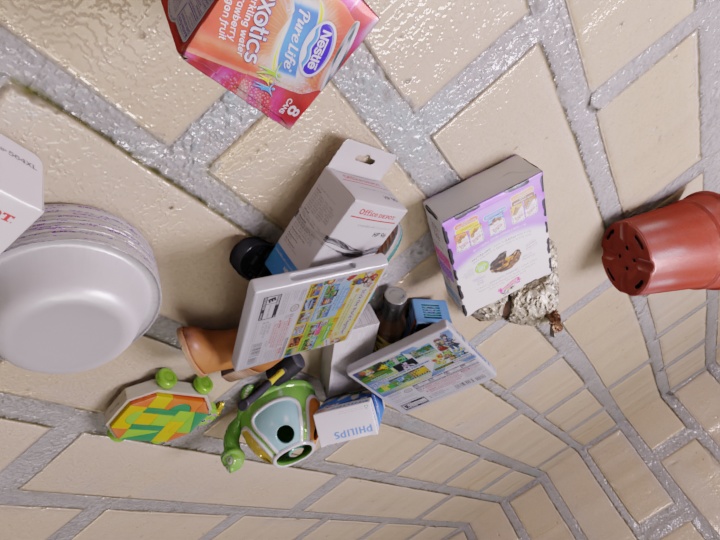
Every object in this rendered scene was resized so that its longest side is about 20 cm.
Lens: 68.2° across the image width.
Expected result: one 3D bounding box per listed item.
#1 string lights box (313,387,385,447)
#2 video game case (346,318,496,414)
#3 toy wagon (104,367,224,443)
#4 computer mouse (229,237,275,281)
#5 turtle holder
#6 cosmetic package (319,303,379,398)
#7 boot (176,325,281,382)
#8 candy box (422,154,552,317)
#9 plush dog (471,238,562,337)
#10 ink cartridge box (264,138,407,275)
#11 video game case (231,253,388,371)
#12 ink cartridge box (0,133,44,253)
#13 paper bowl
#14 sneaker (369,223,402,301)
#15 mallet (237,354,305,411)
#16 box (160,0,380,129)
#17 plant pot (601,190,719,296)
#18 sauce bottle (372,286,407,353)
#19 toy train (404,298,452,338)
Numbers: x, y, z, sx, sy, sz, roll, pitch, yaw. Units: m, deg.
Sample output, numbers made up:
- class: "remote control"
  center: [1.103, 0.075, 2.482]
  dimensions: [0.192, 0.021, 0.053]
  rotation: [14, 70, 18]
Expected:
- class: "string lights box"
  center: [-0.015, 0.258, 0.979]
  dimensions: [0.102, 0.060, 0.200]
  rotation: [-15, 177, 5]
- class: "video game case"
  center: [0.107, 0.173, 0.917]
  dimensions: [0.199, 0.022, 0.182]
  rotation: [-29, 131, 24]
- class: "toy wagon"
  center: [-0.306, 0.230, 0.872]
  dimensions: [0.155, 0.040, 0.199]
  rotation: [-45, 140, 19]
- class: "computer mouse"
  center: [-0.118, 0.005, 0.755]
  dimensions: [0.059, 0.034, 0.200]
  rotation: [-54, 147, -5]
- class: "turtle holder"
  center: [-0.155, 0.276, 0.946]
  dimensions: [0.184, 0.132, 0.142]
  rotation: [-7, 138, -27]
- class: "cosmetic package"
  center: [-0.024, 0.147, 0.953]
  dimensions: [0.082, 0.051, 0.201]
  rotation: [-11, 139, -20]
- class: "boot"
  center: [-0.162, 0.102, 0.782]
  dimensions: [0.154, 0.077, 0.200]
  rotation: [-26, 148, 4]
- class: "candy box"
  center: [0.203, -0.049, 0.830]
  dimensions: [0.166, 0.072, 0.201]
  rotation: [-26, 129, -5]
- class: "plush dog"
  center: [0.272, 0.049, 0.982]
  dimensions: [0.170, 0.162, 0.201]
  rotation: [-2, 140, 8]
- class: "ink cartridge box"
  center: [-0.021, -0.059, 0.688]
  dimensions: [0.115, 0.068, 0.201]
  rotation: [1, 132, -52]
- class: "video game case"
  center: [-0.072, 0.058, 0.707]
  dimensions: [0.180, 0.023, 0.201]
  rotation: [-12, 149, -28]
- class: "ink cartridge box"
  center: [-0.403, -0.049, 0.458]
  dimensions: [0.199, 0.085, 0.146]
  rotation: [-38, 142, 11]
- class: "paper bowl"
  center: [-0.325, 0.035, 0.589]
  dimensions: [0.199, 0.105, 0.202]
  rotation: [-17, 141, -14]
- class: "sneaker"
  center: [0.000, 0.000, 0.798]
  dimensions: [0.200, 0.072, 0.080]
  rotation: [-49, 153, 20]
- class: "mallet"
  center: [-0.136, 0.171, 0.837]
  dimensions: [0.066, 0.041, 0.200]
  rotation: [-37, 179, 6]
- class: "box"
  center: [-0.081, -0.211, 0.390]
  dimensions: [0.100, 0.201, 0.095]
  rotation: [-44, 138, 19]
- class: "plant pot"
  center: [0.604, -0.042, 1.051]
  dimensions: [0.193, 0.202, 0.202]
  rotation: [-11, 140, -10]
- class: "sauce bottle"
  center: [0.047, 0.109, 0.949]
  dimensions: [0.064, 0.065, 0.201]
  rotation: [-13, 137, -21]
- class: "toy train"
  center: [0.113, 0.148, 0.989]
  dimensions: [0.086, 0.115, 0.201]
  rotation: [4, 136, -9]
